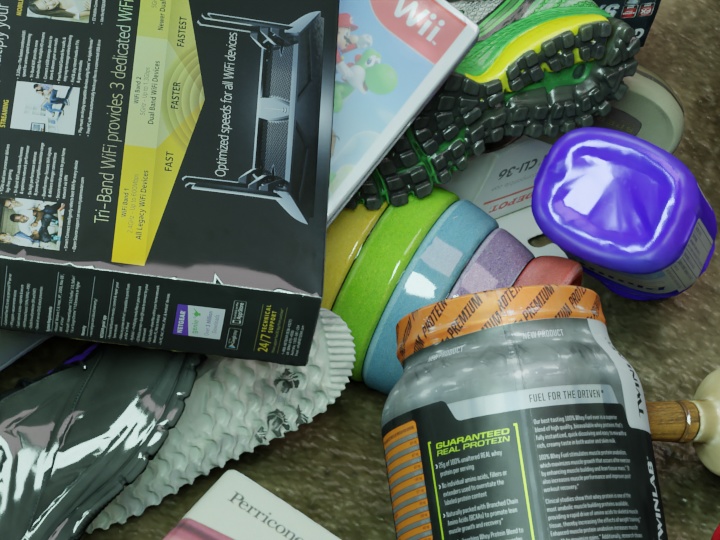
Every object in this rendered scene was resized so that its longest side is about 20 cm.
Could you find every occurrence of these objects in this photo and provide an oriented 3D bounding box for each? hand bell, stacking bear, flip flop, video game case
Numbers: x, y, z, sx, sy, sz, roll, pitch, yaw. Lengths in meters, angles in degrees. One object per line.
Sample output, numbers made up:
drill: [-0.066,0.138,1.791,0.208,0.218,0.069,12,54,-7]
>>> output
hand bell: [0.153,0.073,1.464,0.200,0.104,0.104,4,45,-32]
stacking bear: [0.000,0.000,1.484,0.200,0.114,0.121,28,41,10]
flip flop: [0.072,-0.088,1.533,0.199,0.081,0.058,19,50,-11]
video game case: [-0.060,-0.078,1.373,0.143,0.017,0.200,37,78,6]

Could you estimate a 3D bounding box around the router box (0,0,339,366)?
router box: [-0.092,-0.060,1.287,0.157,0.052,0.200,8,51,-5]

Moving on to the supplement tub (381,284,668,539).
supplement tub: [0.076,0.114,1.334,0.122,0.122,0.201,-1,76,-27]

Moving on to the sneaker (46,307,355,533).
sneaker: [-0.109,0.059,1.401,0.200,0.070,0.099,-20,28,-22]

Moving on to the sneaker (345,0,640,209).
sneaker: [0.033,-0.092,1.456,0.200,0.078,0.085,-18,41,-25]

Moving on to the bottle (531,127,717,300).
bottle: [0.141,-0.023,1.527,0.083,0.065,0.200,23,-3,13]

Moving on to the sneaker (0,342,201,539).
sneaker: [-0.142,0.077,1.288,0.091,0.076,0.200,37,71,-6]

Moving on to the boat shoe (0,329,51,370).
boat shoe: [-0.184,0.014,1.327,0.075,0.200,0.062,24,41,-65]

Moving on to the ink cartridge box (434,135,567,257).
ink cartridge box: [0.066,-0.093,1.636,0.116,0.068,0.200,-22,59,-40]

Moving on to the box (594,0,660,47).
box: [0.055,-0.197,1.654,0.159,0.046,0.200,-7,46,-30]

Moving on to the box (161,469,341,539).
box: [-0.068,0.200,1.236,0.128,0.109,0.200,33,42,9]

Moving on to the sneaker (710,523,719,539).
sneaker: [0.250,0.145,1.456,0.200,0.078,0.116,-16,73,-38]
